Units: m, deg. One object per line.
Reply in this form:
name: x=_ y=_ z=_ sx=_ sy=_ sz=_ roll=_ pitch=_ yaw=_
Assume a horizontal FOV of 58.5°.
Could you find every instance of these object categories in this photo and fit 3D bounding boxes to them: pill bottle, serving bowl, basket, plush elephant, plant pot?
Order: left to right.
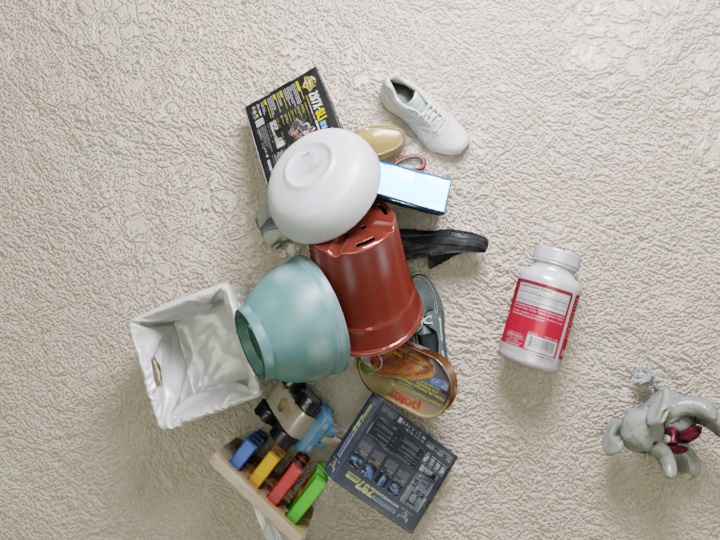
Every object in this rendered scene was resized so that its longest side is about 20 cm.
basket: x=-0.275 y=0.147 z=1.149 sx=0.195 sy=0.161 sz=0.204 roll=-19 pitch=88 yaw=4
plant pot: x=-0.121 y=0.094 z=1.029 sx=0.131 sy=0.200 sz=0.205 roll=-22 pitch=87 yaw=-26
serving bowl: x=-0.068 y=-0.146 z=1.003 sx=0.195 sy=0.066 sz=0.205 roll=-13 pitch=56 yaw=20
plant pot: x=0.000 y=0.000 z=1.069 sx=0.194 sy=0.204 sz=0.199 roll=-7 pitch=130 yaw=5
pill bottle: x=0.319 y=0.066 z=1.124 sx=0.109 sy=0.112 sz=0.206 roll=16 pitch=90 yaw=5
plush elephant: x=0.503 y=0.271 z=1.076 sx=0.153 sy=0.166 sz=0.201 roll=-26 pitch=67 yaw=-36

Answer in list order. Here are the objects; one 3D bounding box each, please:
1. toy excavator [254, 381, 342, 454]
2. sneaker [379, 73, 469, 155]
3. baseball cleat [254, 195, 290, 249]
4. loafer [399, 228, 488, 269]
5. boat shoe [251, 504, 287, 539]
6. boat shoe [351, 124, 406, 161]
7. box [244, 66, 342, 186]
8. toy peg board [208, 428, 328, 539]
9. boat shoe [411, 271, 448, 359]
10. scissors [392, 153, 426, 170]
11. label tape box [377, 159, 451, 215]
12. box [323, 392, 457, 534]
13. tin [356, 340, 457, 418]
toy excavator: x=-0.068 y=0.291 z=1.167 sx=0.101 sy=0.199 sz=0.194 roll=-51 pitch=44 yaw=3
sneaker: x=0.114 y=-0.281 z=1.165 sx=0.198 sy=0.080 sz=0.071 roll=37 pitch=90 yaw=3
baseball cleat: x=-0.107 y=-0.127 z=1.184 sx=0.197 sy=0.070 sz=0.108 roll=-32 pitch=87 yaw=4
loafer: x=0.134 y=-0.039 z=1.167 sx=0.194 sy=0.068 sz=0.073 roll=1 pitch=97 yaw=10
boat shoe: x=-0.139 y=0.487 z=1.182 sx=0.067 sy=0.072 sz=0.203 roll=-28 pitch=80 yaw=-17
boat shoe: x=-0.011 y=-0.224 z=1.175 sx=0.194 sy=0.076 sz=0.074 roll=-14 pitch=88 yaw=4
box: x=-0.114 y=-0.249 z=1.150 sx=0.156 sy=0.050 sz=0.204 roll=-26 pitch=58 yaw=7
toy peg board: x=-0.141 y=0.345 z=1.119 sx=0.198 sy=0.200 sz=0.098 roll=41 pitch=85 yaw=5
boat shoe: x=0.123 y=0.104 z=1.165 sx=0.070 sy=0.062 sz=0.207 roll=-9 pitch=88 yaw=4
scissors: x=0.033 y=-0.162 z=1.204 sx=0.194 sy=0.014 sz=0.075 roll=-14 pitch=91 yaw=6
label tape box: x=0.081 y=-0.141 z=1.093 sx=0.139 sy=0.200 sz=0.068 roll=15 pitch=93 yaw=4
box: x=0.056 y=0.338 z=1.124 sx=0.199 sy=0.051 sz=0.160 roll=38 pitch=80 yaw=-20
tin: x=0.081 y=0.183 z=1.141 sx=0.196 sy=0.041 sz=0.115 roll=22 pitch=104 yaw=29
